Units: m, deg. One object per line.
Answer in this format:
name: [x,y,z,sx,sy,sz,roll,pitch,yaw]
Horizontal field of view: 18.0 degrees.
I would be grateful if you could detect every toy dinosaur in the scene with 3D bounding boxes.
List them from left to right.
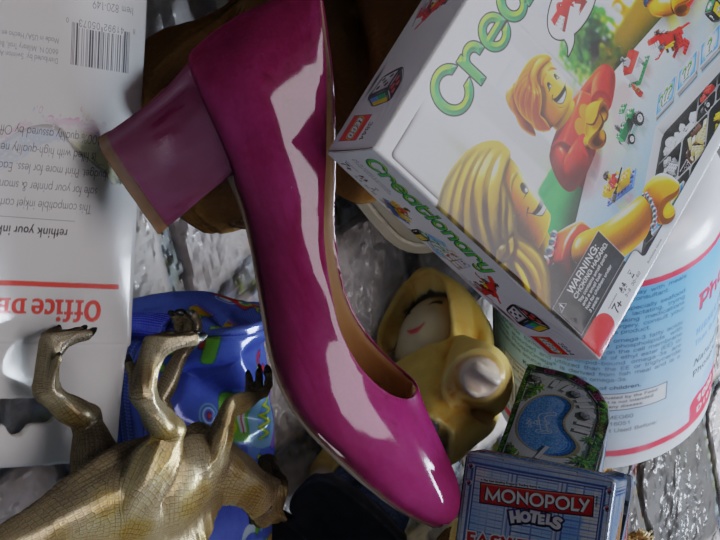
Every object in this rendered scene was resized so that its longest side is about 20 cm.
toy dinosaur: [-0.081,0.070,0.791,0.199,0.058,0.102,-10,101,-48]

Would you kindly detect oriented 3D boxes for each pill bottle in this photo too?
pill bottle: [0.115,-0.008,1.060,0.109,0.108,0.201,-55,154,-37]

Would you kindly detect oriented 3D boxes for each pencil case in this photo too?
pencil case: [-0.072,0.109,0.905,0.087,0.078,0.201,-7,97,-70]

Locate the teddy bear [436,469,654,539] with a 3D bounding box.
teddy bear: [0.096,0.160,1.166,0.200,0.067,0.146,8,104,-55]

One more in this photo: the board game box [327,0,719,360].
board game box: [0.086,-0.085,0.838,0.126,0.035,0.201,41,70,-27]

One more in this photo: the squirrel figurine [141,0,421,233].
squirrel figurine: [-0.015,-0.109,0.891,0.186,0.142,0.201,-17,119,-11]

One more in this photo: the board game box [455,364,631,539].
board game box: [0.075,0.135,0.939,0.200,0.061,0.201,-63,160,-57]

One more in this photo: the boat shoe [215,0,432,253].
boat shoe: [-0.012,-0.095,1.011,0.200,0.072,0.063,57,5,-31]

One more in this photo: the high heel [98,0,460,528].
high heel: [0.000,0.000,0.823,0.200,0.096,0.067,52,7,-19]

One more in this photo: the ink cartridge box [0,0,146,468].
ink cartridge box: [-0.140,-0.032,0.811,0.116,0.067,0.201,4,88,-54]

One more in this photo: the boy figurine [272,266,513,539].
boy figurine: [0.021,0.065,1.012,0.064,0.124,0.200,44,38,-10]
